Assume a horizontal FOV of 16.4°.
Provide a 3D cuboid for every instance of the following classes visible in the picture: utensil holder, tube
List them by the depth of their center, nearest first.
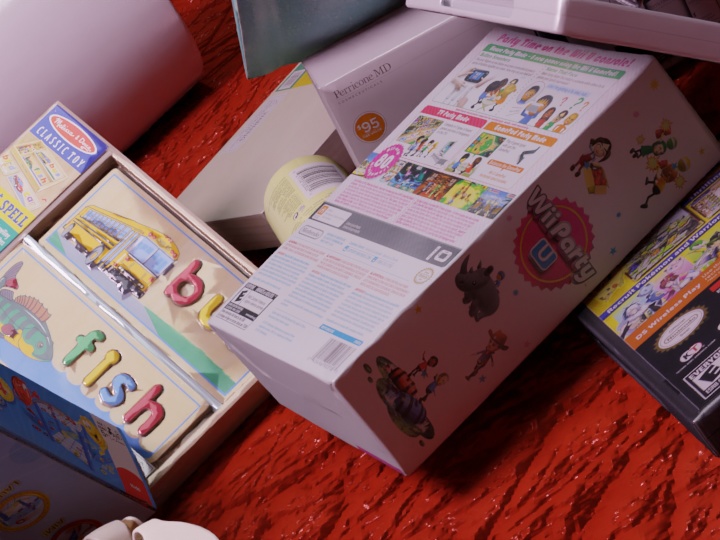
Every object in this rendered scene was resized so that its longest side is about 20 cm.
[{"bbox_3d":[0.000,0.000,1.239,0.200,0.052,0.058,-129,51,-62],"label":"tube"},{"bbox_3d":[-0.228,-0.124,1.664,0.200,0.170,0.170,-42,22,-14],"label":"utensil holder"}]

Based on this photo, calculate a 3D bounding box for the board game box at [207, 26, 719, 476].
[{"bbox_3d":[0.043,-0.014,1.106,0.200,0.064,0.147,-46,25,-10],"label":"board game box"}]

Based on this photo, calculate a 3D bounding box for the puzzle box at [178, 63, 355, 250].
[{"bbox_3d":[-0.022,-0.088,1.430,0.200,0.025,0.133,-50,21,-24],"label":"puzzle box"}]

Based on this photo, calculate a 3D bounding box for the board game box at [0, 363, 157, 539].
[{"bbox_3d":[-0.230,0.119,1.140,0.200,0.196,0.056,-40,51,12],"label":"board game box"}]

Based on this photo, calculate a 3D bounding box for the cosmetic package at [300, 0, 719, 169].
[{"bbox_3d":[0.079,-0.111,1.232,0.199,0.083,0.051,-29,23,0],"label":"cosmetic package"}]

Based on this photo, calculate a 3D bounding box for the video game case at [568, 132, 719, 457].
[{"bbox_3d":[0.185,-0.024,1.023,0.200,0.026,0.181,-40,23,0],"label":"video game case"}]

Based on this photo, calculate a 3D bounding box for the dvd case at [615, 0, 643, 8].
[{"bbox_3d":[0.096,-0.218,1.196,0.200,0.148,0.016,-61,-3,-43],"label":"dvd case"}]

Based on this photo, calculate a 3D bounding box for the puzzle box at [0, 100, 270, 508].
[{"bbox_3d":[-0.132,0.017,1.265,0.200,0.025,0.133,38,74,23],"label":"puzzle box"}]

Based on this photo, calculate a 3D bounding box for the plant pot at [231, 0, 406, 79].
[{"bbox_3d":[-0.011,-0.208,1.263,0.134,0.201,0.200,-10,24,-2],"label":"plant pot"}]

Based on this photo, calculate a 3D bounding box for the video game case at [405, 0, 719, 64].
[{"bbox_3d":[0.116,-0.107,1.103,0.200,0.142,0.018,-151,70,-71],"label":"video game case"}]

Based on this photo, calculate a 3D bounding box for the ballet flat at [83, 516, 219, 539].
[{"bbox_3d":[-0.089,0.135,1.088,0.067,0.063,0.200,-31,16,-33],"label":"ballet flat"}]
